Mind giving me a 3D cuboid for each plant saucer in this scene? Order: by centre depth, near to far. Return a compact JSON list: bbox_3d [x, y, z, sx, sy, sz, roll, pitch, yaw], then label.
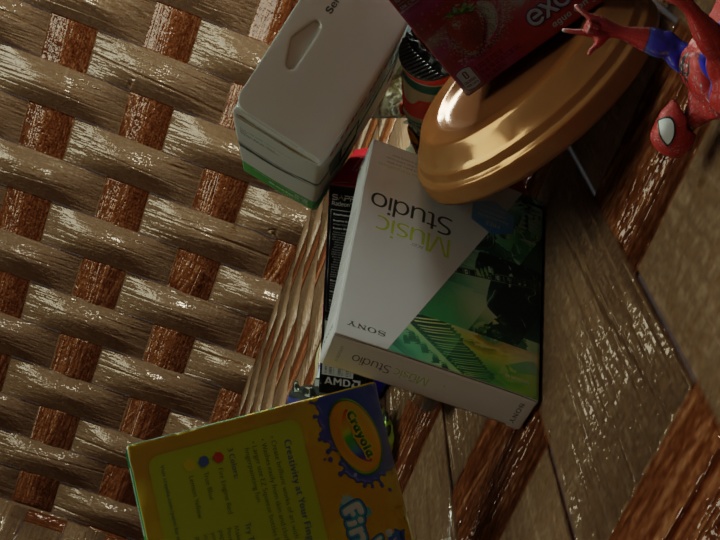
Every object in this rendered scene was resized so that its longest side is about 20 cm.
[{"bbox_3d":[0.112,-0.129,0.770,0.199,0.037,0.201,-38,22,18],"label":"plant saucer"}]

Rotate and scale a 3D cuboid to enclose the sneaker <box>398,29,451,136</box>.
[{"bbox_3d":[0.106,-0.181,0.922,0.199,0.070,0.094,-37,-28,-27],"label":"sneaker"}]

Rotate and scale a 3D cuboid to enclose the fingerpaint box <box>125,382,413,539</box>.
[{"bbox_3d":[-0.048,0.191,0.713,0.073,0.164,0.203,138,118,-73],"label":"fingerpaint box"}]

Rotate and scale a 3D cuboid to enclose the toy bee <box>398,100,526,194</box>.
[{"bbox_3d":[0.070,-0.102,0.986,0.130,0.110,0.199,-37,13,-29],"label":"toy bee"}]

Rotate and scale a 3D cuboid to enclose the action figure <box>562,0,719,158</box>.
[{"bbox_3d":[0.171,-0.155,0.546,0.065,0.097,0.203,-86,15,-67],"label":"action figure"}]

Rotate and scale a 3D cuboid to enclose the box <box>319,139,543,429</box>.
[{"bbox_3d":[0.056,0.003,0.784,0.037,0.142,0.202,116,169,-45],"label":"box"}]

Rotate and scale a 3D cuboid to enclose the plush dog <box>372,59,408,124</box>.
[{"bbox_3d":[0.077,-0.253,1.185,0.160,0.197,0.175,23,122,53],"label":"plush dog"}]

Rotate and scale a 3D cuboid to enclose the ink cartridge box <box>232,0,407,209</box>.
[{"bbox_3d":[-0.034,-0.146,0.935,0.147,0.083,0.200,-60,0,-7],"label":"ink cartridge box"}]

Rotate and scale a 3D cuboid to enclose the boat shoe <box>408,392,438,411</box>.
[{"bbox_3d":[0.049,0.048,0.991,0.201,0.071,0.077,-84,16,-59],"label":"boat shoe"}]

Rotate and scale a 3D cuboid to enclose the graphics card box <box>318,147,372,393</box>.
[{"bbox_3d":[0.000,0.000,1.034,0.126,0.050,0.204,-64,-22,-68],"label":"graphics card box"}]

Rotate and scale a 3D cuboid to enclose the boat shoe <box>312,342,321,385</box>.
[{"bbox_3d":[-0.030,0.148,1.311,0.202,0.070,0.065,-82,14,-49],"label":"boat shoe"}]

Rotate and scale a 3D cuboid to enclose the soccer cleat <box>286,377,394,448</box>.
[{"bbox_3d":[-0.020,0.171,1.148,0.199,0.064,0.085,21,112,61],"label":"soccer cleat"}]

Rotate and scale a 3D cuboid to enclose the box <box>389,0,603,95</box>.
[{"bbox_3d":[0.121,-0.223,0.741,0.199,0.096,0.100,-33,24,28],"label":"box"}]

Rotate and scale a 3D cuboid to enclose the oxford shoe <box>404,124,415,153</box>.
[{"bbox_3d":[0.067,-0.085,1.174,0.202,0.073,0.071,-79,11,-45],"label":"oxford shoe"}]

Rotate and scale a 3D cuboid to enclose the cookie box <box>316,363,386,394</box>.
[{"bbox_3d":[0.018,0.026,1.248,0.172,0.074,0.202,118,168,-54],"label":"cookie box"}]

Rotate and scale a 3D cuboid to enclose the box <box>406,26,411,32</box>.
[{"bbox_3d":[0.122,-0.274,0.962,0.199,0.041,0.157,-31,-22,-40],"label":"box"}]
